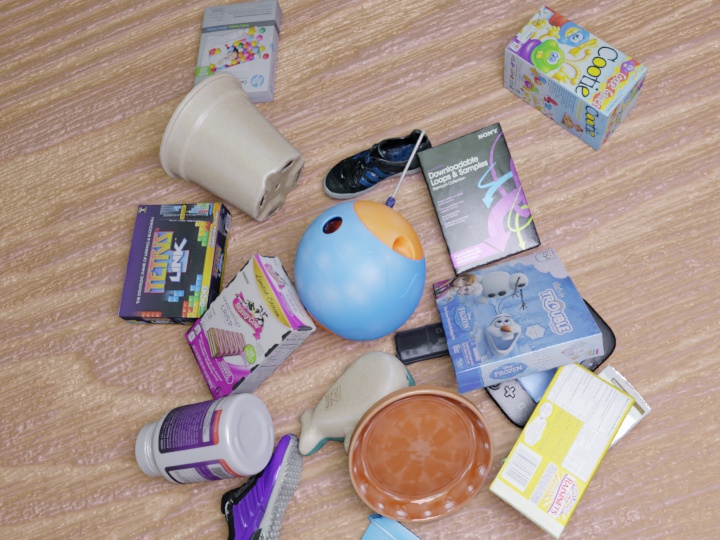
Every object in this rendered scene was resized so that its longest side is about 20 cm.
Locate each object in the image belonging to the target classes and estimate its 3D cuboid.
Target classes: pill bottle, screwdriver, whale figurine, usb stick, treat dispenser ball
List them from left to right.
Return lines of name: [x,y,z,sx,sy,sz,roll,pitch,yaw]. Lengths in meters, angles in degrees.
pill bottle: [-0.233,0.251,0.956,0.196,0.111,0.115,-15,67,27]
whale figurine: [-0.002,0.210,0.951,0.198,0.104,0.161,-35,32,20]
treat dispenser ball: [0.000,0.000,0.958,0.195,0.201,0.207,-4,70,11]
screwdriver: [0.059,-0.132,1.042,0.027,0.029,0.204,25,107,-2]
usb stick: [0.146,0.098,0.983,0.194,0.033,0.057,-14,55,8]

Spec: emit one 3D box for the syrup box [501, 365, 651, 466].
syrup box: [0.289,0.229,0.882,0.199,0.079,0.082,-41,67,-4]

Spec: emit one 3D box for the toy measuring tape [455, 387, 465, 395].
toy measuring tape: [0.135,0.212,0.919,0.200,0.073,0.074,-44,67,7]

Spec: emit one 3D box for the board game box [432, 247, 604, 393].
board game box: [0.212,0.064,0.920,0.194,0.044,0.202,-16,34,6]

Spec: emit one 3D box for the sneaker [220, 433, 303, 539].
sneaker: [-0.154,0.331,0.950,0.097,0.070,0.205,13,74,19]

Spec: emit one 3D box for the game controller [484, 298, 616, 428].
game controller: [0.272,0.131,0.939,0.199,0.042,0.105,-41,68,-3]

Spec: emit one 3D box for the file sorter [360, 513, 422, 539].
file sorter: [0.020,0.441,0.845,0.137,0.123,0.203,30,79,19]

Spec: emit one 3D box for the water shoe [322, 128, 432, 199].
water shoe: [0.023,-0.185,1.082,0.195,0.079,0.073,-20,67,5]

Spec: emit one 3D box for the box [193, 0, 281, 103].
box: [-0.233,-0.414,1.240,0.151,0.041,0.206,-1,72,12]

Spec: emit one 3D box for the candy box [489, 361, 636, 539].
candy box: [0.258,0.223,0.833,0.101,0.026,0.202,31,80,19]

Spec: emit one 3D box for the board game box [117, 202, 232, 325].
board game box: [-0.314,-0.012,1.110,0.160,0.057,0.206,-1,71,11]

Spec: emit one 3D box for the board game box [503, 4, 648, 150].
board game box: [0.338,-0.309,1.042,0.103,0.105,0.199,-45,69,-6]

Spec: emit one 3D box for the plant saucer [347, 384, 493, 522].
plant saucer: [0.079,0.244,0.869,0.194,0.032,0.206,-2,110,-5]

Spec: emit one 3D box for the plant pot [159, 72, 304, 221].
plant pot: [-0.200,-0.189,1.087,0.182,0.201,0.202,37,82,10]

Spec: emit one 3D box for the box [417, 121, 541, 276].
box: [0.183,-0.112,1.019,0.139,0.036,0.205,-19,83,5]

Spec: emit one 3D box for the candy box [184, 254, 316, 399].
candy box: [-0.173,0.094,0.996,0.200,0.060,0.138,-45,64,25]
